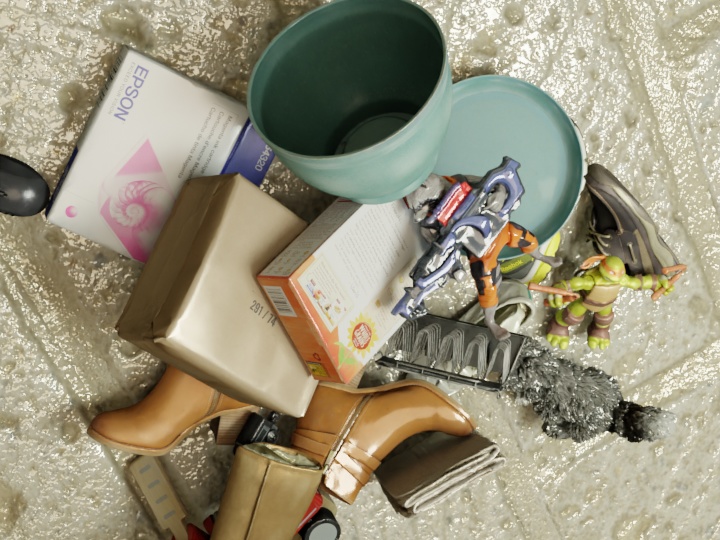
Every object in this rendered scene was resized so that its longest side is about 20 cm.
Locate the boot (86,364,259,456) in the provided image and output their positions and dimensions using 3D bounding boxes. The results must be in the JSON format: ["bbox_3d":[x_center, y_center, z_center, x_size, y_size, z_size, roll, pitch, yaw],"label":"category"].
[{"bbox_3d":[-0.195,0.117,1.356,0.198,0.077,0.157,1,110,-20],"label":"boot"}]

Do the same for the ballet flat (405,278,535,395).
[{"bbox_3d":[0.127,0.092,1.453,0.200,0.069,0.069,-45,115,3],"label":"ballet flat"}]

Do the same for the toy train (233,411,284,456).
[{"bbox_3d":[-0.084,0.126,1.388,0.046,0.034,0.201,41,74,-47],"label":"toy train"}]

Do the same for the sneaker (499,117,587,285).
[{"bbox_3d":[0.194,-0.079,1.407,0.084,0.075,0.202,9,106,-19],"label":"sneaker"}]

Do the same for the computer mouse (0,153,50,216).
[{"bbox_3d":[-0.409,-0.095,1.242,0.198,0.034,0.059,12,106,-20],"label":"computer mouse"}]

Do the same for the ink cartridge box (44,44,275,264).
[{"bbox_3d":[-0.198,-0.102,1.300,0.198,0.043,0.198,24,100,-21],"label":"ink cartridge box"}]

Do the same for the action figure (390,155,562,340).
[{"bbox_3d":[0.102,-0.018,1.295,0.200,0.104,0.194,-45,116,-8],"label":"action figure"}]

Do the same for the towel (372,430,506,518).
[{"bbox_3d":[0.087,0.225,1.418,0.132,0.200,0.035,-28,95,-5],"label":"towel"}]

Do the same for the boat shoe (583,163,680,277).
[{"bbox_3d":[0.303,-0.041,1.443,0.073,0.075,0.200,-39,126,7],"label":"boat shoe"}]

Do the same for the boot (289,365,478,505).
[{"bbox_3d":[0.020,0.192,1.401,0.198,0.074,0.156,21,70,7],"label":"boot"}]

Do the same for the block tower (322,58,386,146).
[{"bbox_3d":[0.007,-0.133,1.343,0.053,0.058,0.202,-21,115,-9],"label":"block tower"}]

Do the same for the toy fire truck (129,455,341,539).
[{"bbox_3d":[-0.151,0.271,1.416,0.176,0.129,0.200,-46,125,2],"label":"toy fire truck"}]

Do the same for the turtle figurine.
[{"bbox_3d":[0.264,0.029,1.436,0.198,0.065,0.162,-8,147,-17],"label":"turtle figurine"}]

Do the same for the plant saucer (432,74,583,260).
[{"bbox_3d":[0.145,-0.113,1.369,0.197,0.027,0.203,1,98,8],"label":"plant saucer"}]

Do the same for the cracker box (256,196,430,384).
[{"bbox_3d":[0.000,0.000,1.279,0.200,0.057,0.135,-45,120,-32],"label":"cracker box"}]

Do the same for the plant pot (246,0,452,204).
[{"bbox_3d":[0.005,-0.149,1.216,0.199,0.201,0.135,-34,142,-3],"label":"plant pot"}]

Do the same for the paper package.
[{"bbox_3d":[-0.120,0.026,1.279,0.199,0.103,0.192,35,71,-37],"label":"paper package"}]

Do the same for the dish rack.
[{"bbox_3d":[0.095,0.088,1.332,0.152,0.200,0.055,11,95,10],"label":"dish rack"}]

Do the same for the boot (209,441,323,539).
[{"bbox_3d":[-0.152,0.276,1.338,0.173,0.066,0.202,15,105,-22],"label":"boot"}]

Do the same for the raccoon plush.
[{"bbox_3d":[0.257,0.131,1.449,0.134,0.198,0.098,39,56,-39],"label":"raccoon plush"}]
